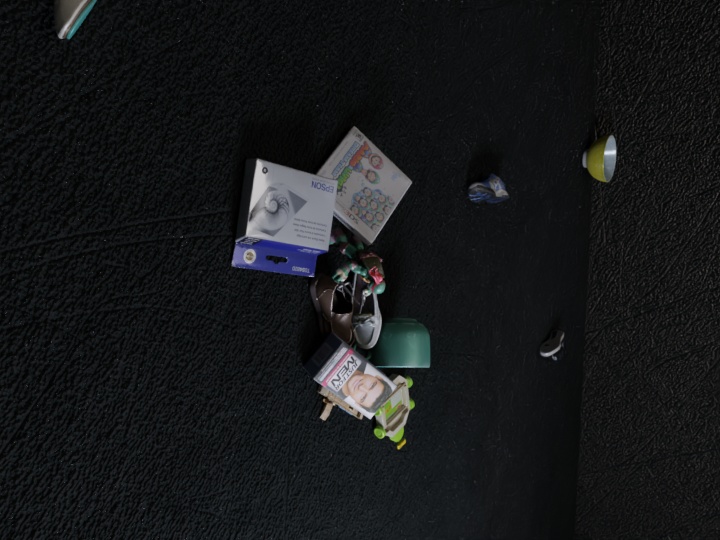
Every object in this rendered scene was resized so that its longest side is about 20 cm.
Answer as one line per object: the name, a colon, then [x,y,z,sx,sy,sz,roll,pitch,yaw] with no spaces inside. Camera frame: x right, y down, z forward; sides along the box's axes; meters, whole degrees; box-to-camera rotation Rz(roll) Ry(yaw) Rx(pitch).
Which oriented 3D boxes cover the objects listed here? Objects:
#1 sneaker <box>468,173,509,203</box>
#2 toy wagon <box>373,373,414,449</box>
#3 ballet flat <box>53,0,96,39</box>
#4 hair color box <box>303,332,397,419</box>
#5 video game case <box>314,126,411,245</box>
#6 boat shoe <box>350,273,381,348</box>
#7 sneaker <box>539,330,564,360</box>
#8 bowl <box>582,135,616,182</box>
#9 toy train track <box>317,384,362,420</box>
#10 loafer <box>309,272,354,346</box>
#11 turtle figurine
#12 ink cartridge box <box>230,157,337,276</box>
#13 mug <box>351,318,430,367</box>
sneaker: [0.383,-0.253,1.865,0.200,0.076,0.077,0,75,-54]
toy wagon: [0.086,0.375,1.601,0.155,0.039,0.201,-31,122,-47]
ballet flat: [-0.364,-0.392,0.810,0.069,0.069,0.200,52,52,-45]
hair color box: [-0.020,0.234,1.345,0.099,0.061,0.200,-50,124,-4]
video game case: [0.001,-0.183,1.305,0.182,0.024,0.200,41,59,-14]
boat shoe: [0.008,0.078,1.390,0.065,0.074,0.203,5,89,-72]
sneaker: [0.813,0.344,2.563,0.200,0.073,0.112,-34,122,-47]
bowl: [1.038,-0.490,2.670,0.200,0.107,0.201,-15,109,-51]
toy train track: [-0.035,0.309,1.425,0.200,0.032,0.115,47,60,-49]
loafer: [-0.051,0.098,1.326,0.073,0.071,0.200,-49,133,-36]
turtle figurine: [0.000,0.000,1.277,0.101,0.200,0.150,-33,143,8]
ink cartridge box: [-0.139,-0.094,1.159,0.199,0.041,0.201,7,91,-42]
mug: [0.081,0.173,1.455,0.185,0.152,0.115,13,75,-51]
